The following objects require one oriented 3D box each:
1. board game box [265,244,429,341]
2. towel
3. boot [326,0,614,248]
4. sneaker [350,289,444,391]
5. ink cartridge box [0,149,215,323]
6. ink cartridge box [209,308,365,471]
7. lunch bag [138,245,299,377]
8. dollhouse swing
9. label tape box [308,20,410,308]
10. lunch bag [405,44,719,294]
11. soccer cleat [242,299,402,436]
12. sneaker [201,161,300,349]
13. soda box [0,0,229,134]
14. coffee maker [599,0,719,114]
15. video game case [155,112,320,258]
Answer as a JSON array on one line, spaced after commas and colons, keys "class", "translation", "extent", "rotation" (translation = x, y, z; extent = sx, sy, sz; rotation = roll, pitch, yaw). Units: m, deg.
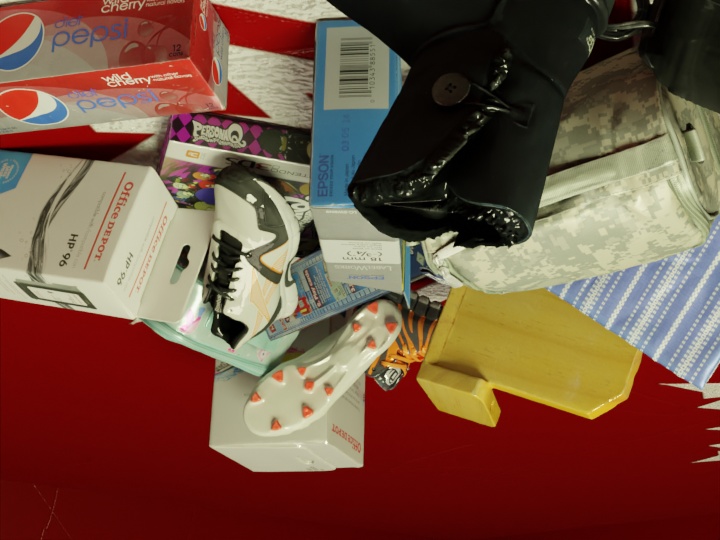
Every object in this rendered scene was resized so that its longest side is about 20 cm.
[{"class": "board game box", "translation": [0.000, 0.000, 0.965], "extent": [0.198, 0.062, 0.199], "rotation": [-23, 178, 35]}, {"class": "towel", "translation": [0.210, -0.025, 0.758], "extent": [0.199, 0.146, 0.024], "rotation": [35, -163, 22]}, {"class": "boot", "translation": [0.027, -0.109, 0.559], "extent": [0.198, 0.170, 0.077], "rotation": [19, 162, 22]}, {"class": "sneaker", "translation": [0.070, 0.092, 1.105], "extent": [0.198, 0.113, 0.078], "rotation": [22, 166, 31]}, {"class": "ink cartridge box", "translation": [-0.235, -0.031, 0.852], "extent": [0.197, 0.117, 0.068], "rotation": [7, 154, 17]}, {"class": "ink cartridge box", "translation": [-0.080, 0.122, 1.167], "extent": [0.143, 0.203, 0.147], "rotation": [-5, 157, 15]}, {"class": "lunch bag", "translation": [-0.163, 0.036, 1.023], "extent": [0.160, 0.078, 0.199], "rotation": [36, -176, 36]}, {"class": "dollhouse swing", "translation": [0.171, 0.043, 0.885], "extent": [0.174, 0.202, 0.182], "rotation": [18, 165, 20]}, {"class": "label tape box", "translation": [0.004, -0.070, 0.756], "extent": [0.062, 0.146, 0.200], "rotation": [0, 158, 4]}, {"class": "lunch bag", "translation": [0.142, -0.063, 0.682], "extent": [0.198, 0.141, 0.167], "rotation": [-17, -178, 28]}, {"class": "soccer cleat", "translation": [-0.035, 0.106, 1.046], "extent": [0.199, 0.070, 0.078], "rotation": [-38, 171, -7]}, {"class": "sneaker", "translation": [-0.099, -0.005, 0.853], "extent": [0.073, 0.080, 0.201], "rotation": [32, 147, 26]}, {"class": "soda box", "translation": [-0.194, -0.145, 0.691], "extent": [0.197, 0.064, 0.070], "rotation": [-4, 159, 13]}, {"class": "coffee maker", "translation": [0.207, -0.172, 0.503], "extent": [0.189, 0.136, 0.200], "rotation": [-1, 158, 9]}, {"class": "video game case", "translation": [-0.097, -0.071, 0.908], "extent": [0.179, 0.036, 0.200], "rotation": [9, 157, -16]}]
